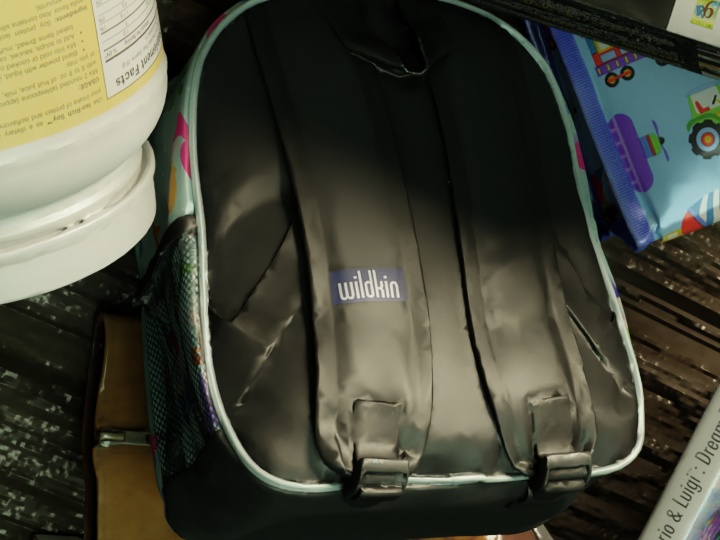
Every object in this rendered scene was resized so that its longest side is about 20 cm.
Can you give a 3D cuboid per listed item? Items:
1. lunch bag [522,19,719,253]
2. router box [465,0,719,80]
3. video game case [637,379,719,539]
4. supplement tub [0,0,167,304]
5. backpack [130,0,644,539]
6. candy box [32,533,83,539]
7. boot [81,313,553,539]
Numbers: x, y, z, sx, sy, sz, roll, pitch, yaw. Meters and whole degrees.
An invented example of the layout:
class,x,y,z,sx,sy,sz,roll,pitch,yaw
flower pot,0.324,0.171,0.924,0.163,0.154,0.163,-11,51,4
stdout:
class,x,y,z,sx,sy,sz,roll,pitch,yaw
lunch bag,0.134,-0.128,0.925,0.150,0.094,0.201,-21,95,-4
router box,0.084,-0.106,0.806,0.199,0.149,0.051,19,93,8
video game case,0.169,0.106,1.031,0.200,0.024,0.183,4,115,-61
supplement tub,-0.141,-0.103,0.781,0.145,0.145,0.201,-16,118,-18
backpack,0.000,0.000,0.879,0.177,0.151,0.201,-1,73,-24
candy box,-0.089,0.215,0.997,0.136,0.061,0.201,7,108,-27
boot,-0.010,0.110,0.939,0.199,0.068,0.189,2,79,-27
